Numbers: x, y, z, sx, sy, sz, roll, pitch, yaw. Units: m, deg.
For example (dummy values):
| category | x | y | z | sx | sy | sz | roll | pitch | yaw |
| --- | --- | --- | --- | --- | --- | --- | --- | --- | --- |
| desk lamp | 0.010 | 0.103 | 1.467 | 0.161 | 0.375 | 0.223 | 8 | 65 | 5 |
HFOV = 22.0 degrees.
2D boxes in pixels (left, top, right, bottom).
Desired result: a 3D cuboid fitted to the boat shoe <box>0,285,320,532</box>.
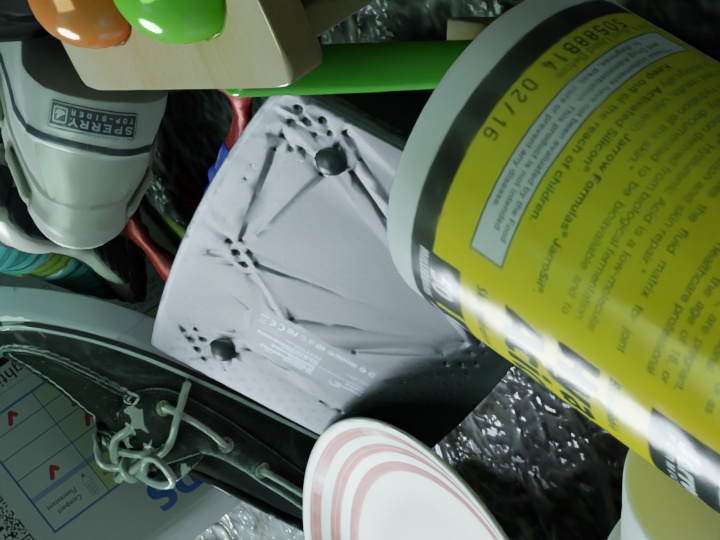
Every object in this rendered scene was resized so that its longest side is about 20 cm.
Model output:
| category | x | y | z | sx | sy | sz | roll | pitch | yaw |
| --- | --- | --- | --- | --- | --- | --- | --- | --- | --- |
| boat shoe | -0.089 | 0.070 | 0.857 | 0.199 | 0.068 | 0.074 | 27 | 159 | -21 |

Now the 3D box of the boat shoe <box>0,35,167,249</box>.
| category | x | y | z | sx | sy | sz | roll | pitch | yaw |
| --- | --- | --- | --- | --- | --- | --- | --- | --- | --- |
| boat shoe | -0.110 | -0.064 | 0.727 | 0.200 | 0.072 | 0.066 | -123 | 43 | -64 |

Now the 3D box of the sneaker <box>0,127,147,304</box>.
| category | x | y | z | sx | sy | sz | roll | pitch | yaw |
| --- | --- | --- | --- | --- | --- | --- | --- | --- | --- |
| sneaker | -0.152 | -0.028 | 0.824 | 0.200 | 0.079 | 0.078 | 32 | -133 | -67 |

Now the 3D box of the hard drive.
| category | x | y | z | sx | sy | sz | roll | pitch | yaw |
| --- | --- | --- | --- | --- | --- | --- | --- | --- | --- |
| hard drive | 0.000 | 0.000 | 0.719 | 0.134 | 0.042 | 0.200 | 28 | 145 | -4 |

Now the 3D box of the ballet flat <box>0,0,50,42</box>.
| category | x | y | z | sx | sy | sz | roll | pitch | yaw |
| --- | --- | --- | --- | --- | --- | --- | --- | --- | --- |
| ballet flat | -0.105 | -0.118 | 0.668 | 0.066 | 0.200 | 0.057 | -21 | 94 | 18 |

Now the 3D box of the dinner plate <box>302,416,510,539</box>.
| category | x | y | z | sx | sy | sz | roll | pitch | yaw |
| --- | --- | --- | --- | --- | --- | --- | --- | --- | --- |
| dinner plate | 0.038 | 0.151 | 0.761 | 0.200 | 0.024 | 0.201 | 43 | 144 | 42 |

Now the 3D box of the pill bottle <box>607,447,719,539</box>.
| category | x | y | z | sx | sy | sz | roll | pitch | yaw |
| --- | --- | --- | --- | --- | --- | --- | --- | --- | --- |
| pill bottle | 0.136 | 0.138 | 0.645 | 0.109 | 0.109 | 0.201 | 32 | 145 | 35 |

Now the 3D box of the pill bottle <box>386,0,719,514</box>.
| category | x | y | z | sx | sy | sz | roll | pitch | yaw |
| --- | --- | --- | --- | --- | --- | --- | --- | --- | --- |
| pill bottle | 0.112 | 0.009 | 0.536 | 0.200 | 0.111 | 0.112 | 35 | 147 | 30 |

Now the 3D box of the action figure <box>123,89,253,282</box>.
| category | x | y | z | sx | sy | sz | roll | pitch | yaw |
| --- | --- | --- | --- | --- | --- | --- | --- | --- | --- |
| action figure | -0.068 | -0.040 | 0.811 | 0.099 | 0.065 | 0.201 | 32 | 145 | 24 |

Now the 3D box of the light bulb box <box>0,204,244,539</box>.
| category | x | y | z | sx | sy | sz | roll | pitch | yaw |
| --- | --- | --- | --- | --- | --- | --- | --- | --- | --- |
| light bulb box | -0.168 | 0.072 | 0.944 | 0.200 | 0.198 | 0.125 | 50 | 154 | 9 |

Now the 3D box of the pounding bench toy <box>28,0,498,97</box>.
| category | x | y | z | sx | sy | sz | roll | pitch | yaw |
| --- | --- | --- | --- | --- | --- | --- | --- | --- | --- |
| pounding bench toy | -0.020 | -0.106 | 0.563 | 0.124 | 0.156 | 0.201 | 6 | 127 | 54 |
